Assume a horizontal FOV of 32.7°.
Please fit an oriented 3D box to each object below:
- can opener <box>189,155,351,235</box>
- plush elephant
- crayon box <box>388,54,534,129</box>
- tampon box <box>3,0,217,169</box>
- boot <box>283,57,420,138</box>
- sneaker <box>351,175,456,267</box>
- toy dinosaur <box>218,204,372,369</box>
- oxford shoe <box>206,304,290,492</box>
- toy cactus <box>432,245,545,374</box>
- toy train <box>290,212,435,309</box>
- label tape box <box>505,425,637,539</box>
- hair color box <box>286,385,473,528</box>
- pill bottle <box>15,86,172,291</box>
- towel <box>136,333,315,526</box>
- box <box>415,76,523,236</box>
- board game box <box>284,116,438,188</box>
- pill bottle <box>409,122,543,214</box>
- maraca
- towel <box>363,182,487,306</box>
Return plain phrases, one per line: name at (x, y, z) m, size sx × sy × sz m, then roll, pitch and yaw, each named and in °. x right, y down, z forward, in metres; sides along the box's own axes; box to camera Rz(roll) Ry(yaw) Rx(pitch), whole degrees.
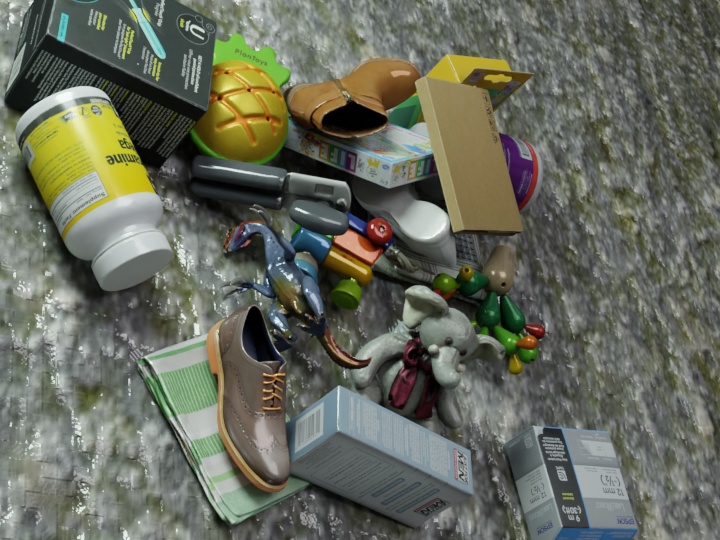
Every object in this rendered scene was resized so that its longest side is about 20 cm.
can opener at (-0.106, -0.092, 1.443) m, size 0.197 × 0.053 × 0.067 m, roll 13°, pitch 35°, yaw 3°
plush elephant at (0.082, 0.111, 1.448) m, size 0.164 × 0.155 × 0.202 m, roll 28°, pitch 46°, yaw -22°
crayon box at (0.132, -0.238, 1.718) m, size 0.125 × 0.200 × 0.052 m, roll -3°, pitch 62°, yaw -42°
tampon box at (-0.284, -0.242, 1.415) m, size 0.198 × 0.126 × 0.151 m, roll 24°, pitch 48°, yaw -27°
boot at (0.008, -0.218, 1.560) m, size 0.198 × 0.078 × 0.155 m, roll -8°, pitch 20°, yaw -19°
sneaker at (0.058, -0.069, 1.587) m, size 0.200 × 0.075 × 0.089 m, roll 49°, pitch -6°, yaw 43°
toy dinosaur at (-0.095, 0.020, 1.422) m, size 0.200 × 0.105 × 0.182 m, roll 45°, pitch 18°, yaw -36°
oxford shoe at (-0.110, 0.133, 1.296) m, size 0.071 × 0.073 × 0.202 m, roll 1°, pitch 61°, yaw -43°
toy cactus at (0.175, 0.038, 1.619) m, size 0.199 × 0.102 × 0.166 m, roll 30°, pitch 57°, yaw -19°
toy train at (0.000, 0.000, 1.514) m, size 0.199 × 0.085 × 0.117 m, roll 29°, pitch 56°, yaw -14°
label tape box at (0.275, 0.302, 1.545) m, size 0.142 × 0.066 × 0.202 m, roll 10°, pitch 53°, yaw -36°
hair color box at (0.020, 0.209, 1.350) m, size 0.199 × 0.099 × 0.061 m, roll 30°, pitch 41°, yaw -30°
pill bottle at (-0.281, -0.085, 1.312) m, size 0.112 × 0.112 × 0.201 m, roll -15°, pitch 71°, yaw -46°
towel at (-0.138, 0.162, 1.321) m, size 0.152 × 0.023 × 0.201 m, roll -19°, pitch 74°, yaw -48°
box at (0.141, -0.144, 1.574) m, size 0.163 × 0.021 × 0.203 m, roll -1°, pitch 75°, yaw -55°
board game box at (0.005, -0.163, 1.589) m, size 0.199 × 0.035 × 0.134 m, roll 25°, pitch 29°, yaw 35°
pill bottle at (0.152, -0.144, 1.698) m, size 0.198 × 0.112 × 0.114 m, roll 11°, pitch 54°, yaw -37°
maraca at (-0.150, -0.210, 1.517) m, size 0.136 × 0.107 × 0.202 m, roll 22°, pitch 55°, yaw -18°
towel at (0.087, -0.058, 1.672) m, size 0.198 × 0.035 × 0.194 m, roll 17°, pitch 51°, yaw -31°
